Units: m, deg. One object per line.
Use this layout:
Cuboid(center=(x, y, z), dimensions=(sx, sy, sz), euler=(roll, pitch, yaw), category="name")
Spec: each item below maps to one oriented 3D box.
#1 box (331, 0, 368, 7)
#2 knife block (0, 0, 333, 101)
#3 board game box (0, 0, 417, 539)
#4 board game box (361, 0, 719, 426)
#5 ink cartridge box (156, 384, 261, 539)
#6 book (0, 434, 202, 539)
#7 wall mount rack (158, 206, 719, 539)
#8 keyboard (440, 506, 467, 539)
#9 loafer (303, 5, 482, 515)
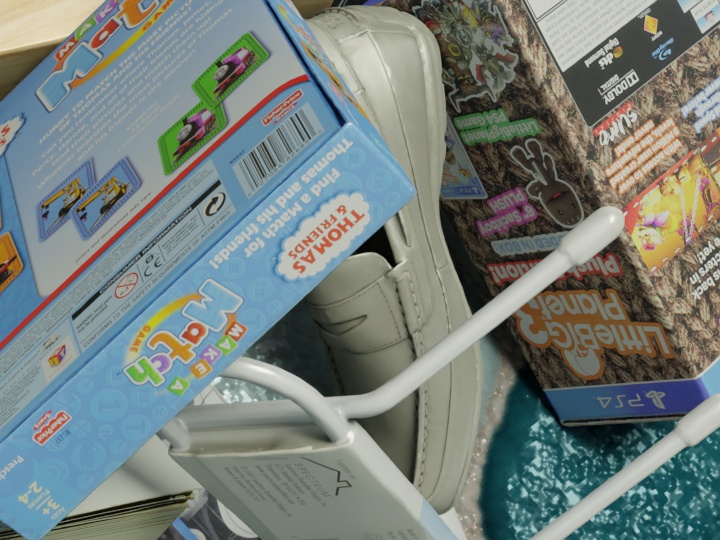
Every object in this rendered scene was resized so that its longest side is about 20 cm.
Cuboid(center=(-0.033, -0.214, 0.884), dimensions=(0.197, 0.124, 0.200), euler=(40, 57, 4), category="box")
Cuboid(center=(-0.131, -0.090, 0.747), dimensions=(0.200, 0.064, 0.176), euler=(30, 71, -3), category="knife block")
Cuboid(center=(-0.073, -0.026, 0.640), dimensions=(0.037, 0.151, 0.200), euler=(43, 10, -31), category="board game box")
Cuboid(center=(0.117, -0.063, 0.835), dimensions=(0.159, 0.097, 0.200), euler=(-37, 105, -32), category="board game box")
Cuboid(center=(-0.040, 0.130, 0.748), dimensions=(0.200, 0.039, 0.099), euler=(45, 58, 7), category="ink cartridge box")
Cuboid(center=(-0.148, 0.043, 0.639), dimensions=(0.134, 0.048, 0.200), euler=(48, 14, 15), category="book")
Cuboid(center=(0.020, 0.050, 0.668), dimensions=(0.174, 0.200, 0.075), euler=(-6, 56, 26), category="wall mount rack")
Cuboid(center=(0.030, 0.145, 0.790), dimensions=(0.056, 0.011, 0.200), euler=(-15, 70, -21), category="keyboard")
Cuboid(center=(0.000, 0.000, 0.772), dimensions=(0.070, 0.070, 0.200), euler=(-12, 96, -41), category="loafer")
